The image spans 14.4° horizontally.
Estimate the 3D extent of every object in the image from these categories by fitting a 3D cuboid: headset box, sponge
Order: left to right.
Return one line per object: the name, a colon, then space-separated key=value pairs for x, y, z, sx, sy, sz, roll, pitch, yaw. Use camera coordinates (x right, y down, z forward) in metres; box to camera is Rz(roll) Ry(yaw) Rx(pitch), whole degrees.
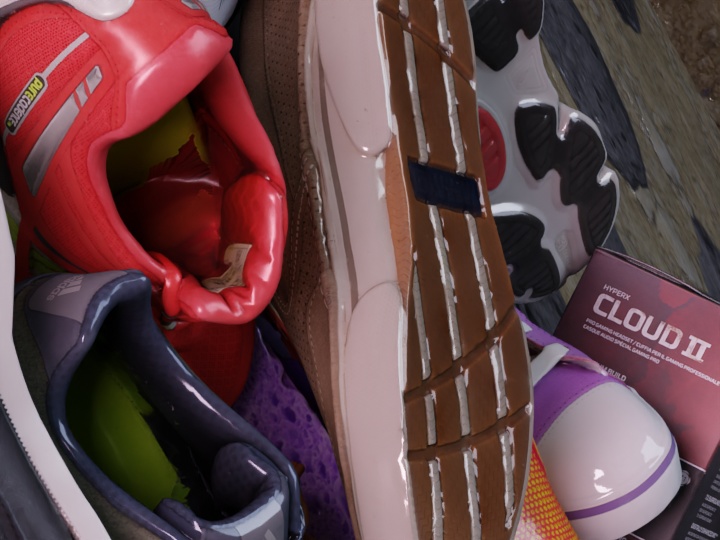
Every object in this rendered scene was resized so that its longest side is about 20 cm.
sponge: x=-0.026 y=0.052 z=0.885 sx=0.200 sy=0.030 sz=0.112 roll=58 pitch=-5 yaw=-7
headset box: x=0.098 y=0.088 z=1.013 sx=0.075 sy=0.200 sz=0.149 roll=26 pitch=-2 yaw=23

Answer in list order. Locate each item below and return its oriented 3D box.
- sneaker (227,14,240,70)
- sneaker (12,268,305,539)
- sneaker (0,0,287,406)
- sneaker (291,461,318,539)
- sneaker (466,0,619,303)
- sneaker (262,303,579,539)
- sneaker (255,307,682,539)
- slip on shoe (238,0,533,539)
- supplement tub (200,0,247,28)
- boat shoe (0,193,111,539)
sneaker: x=-0.072 y=-0.118 z=0.991 sx=0.200 sy=0.090 sz=0.070 roll=62 pitch=13 yaw=-11
sneaker: x=-0.042 y=0.086 z=0.700 sx=0.074 sy=0.081 sz=0.200 roll=-40 pitch=101 yaw=-40
sneaker: x=-0.054 y=-0.007 z=0.728 sx=0.085 sy=0.077 sz=0.200 roll=40 pitch=-20 yaw=28
sneaker: x=0.001 y=0.137 z=0.807 sx=0.200 sy=0.085 sz=0.073 roll=58 pitch=13 yaw=-32
sneaker: x=0.014 y=-0.071 z=0.936 sx=0.083 sy=0.081 sz=0.200 roll=24 pitch=-33 yaw=44
sneaker: x=0.022 y=0.027 z=0.851 sx=0.200 sy=0.077 sz=0.073 roll=57 pitch=-4 yaw=5
sneaker: x=0.011 y=0.013 z=0.916 sx=0.200 sy=0.073 sz=0.114 roll=24 pitch=-35 yaw=35
slip on shoe: x=0.000 y=0.000 z=0.797 sx=0.076 sy=0.060 sz=0.200 roll=17 pitch=62 yaw=-55
supplement tub: x=-0.087 y=-0.110 z=0.853 sx=0.123 sy=0.122 sz=0.200 roll=61 pitch=14 yaw=-11
boat shoe: x=-0.100 y=0.046 z=0.640 sx=0.060 sy=0.074 sz=0.200 roll=-26 pitch=110 yaw=-37
